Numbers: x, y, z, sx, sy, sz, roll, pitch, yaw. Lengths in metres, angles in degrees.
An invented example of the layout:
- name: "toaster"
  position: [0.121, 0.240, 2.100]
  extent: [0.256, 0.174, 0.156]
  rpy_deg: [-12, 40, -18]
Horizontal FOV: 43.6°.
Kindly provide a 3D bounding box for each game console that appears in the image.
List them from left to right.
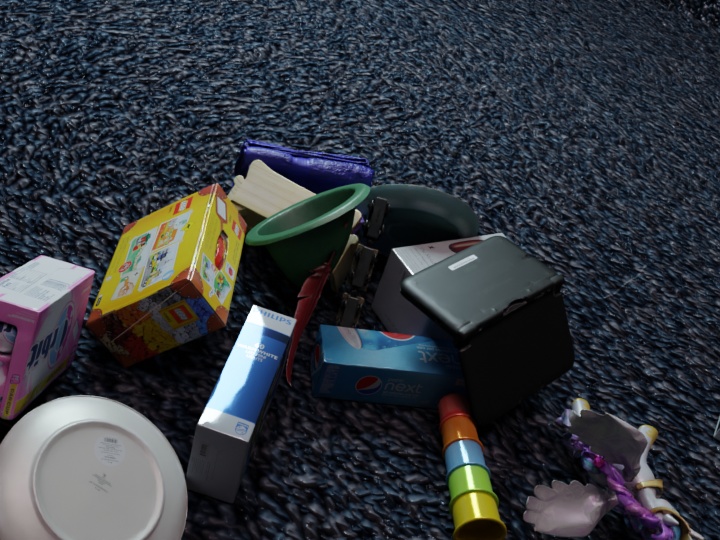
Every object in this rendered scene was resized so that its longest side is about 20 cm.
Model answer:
- name: "game console"
  position: [0.165, 0.069, 1.150]
  extent: [0.199, 0.117, 0.176]
  rpy_deg: [-24, 49, -36]

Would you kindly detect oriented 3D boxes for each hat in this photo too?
- name: "hat"
  position: [-0.048, 0.007, 1.172]
  extent: [0.199, 0.177, 0.166]
  rpy_deg: [-25, 16, -8]

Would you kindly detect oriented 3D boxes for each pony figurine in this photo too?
- name: "pony figurine"
  position: [0.294, 0.234, 1.059]
  extent: [0.192, 0.168, 0.200]
  rpy_deg: [23, 21, -8]

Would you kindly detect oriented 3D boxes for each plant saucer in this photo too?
- name: "plant saucer"
  position: [0.070, -0.060, 1.291]
  extent: [0.198, 0.200, 0.028]
  rpy_deg: [13, 64, -8]

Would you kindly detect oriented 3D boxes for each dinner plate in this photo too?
- name: "dinner plate"
  position: [-0.253, 0.211, 0.869]
  extent: [0.199, 0.024, 0.202]
  rpy_deg: [25, 45, -28]

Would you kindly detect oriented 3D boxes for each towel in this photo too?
- name: "towel"
  position: [-0.089, -0.145, 1.356]
  extent: [0.198, 0.148, 0.050]
  rpy_deg: [10, 76, -14]

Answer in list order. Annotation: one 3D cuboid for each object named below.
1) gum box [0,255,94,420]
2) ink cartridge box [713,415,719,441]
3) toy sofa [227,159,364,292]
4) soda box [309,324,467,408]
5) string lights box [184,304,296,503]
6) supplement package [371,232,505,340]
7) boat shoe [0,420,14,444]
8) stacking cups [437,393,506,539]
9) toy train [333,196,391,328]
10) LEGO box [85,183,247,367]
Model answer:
- name: "gum box"
  position: [-0.347, 0.065, 0.937]
  extent: [0.066, 0.115, 0.200]
  rpy_deg: [16, 11, -4]
- name: "ink cartridge box"
  position: [0.596, 0.245, 1.247]
  extent: [0.199, 0.039, 0.099]
  rpy_deg: [31, 38, 14]
- name: "toy sofa"
  position: [-0.093, -0.063, 1.266]
  extent: [0.199, 0.083, 0.098]
  rpy_deg: [27, 72, 11]
- name: "soda box"
  position: [0.039, 0.123, 1.136]
  extent: [0.198, 0.065, 0.068]
  rpy_deg: [8, 38, -15]
- name: "string lights box"
  position: [-0.131, 0.143, 1.003]
  extent: [0.058, 0.103, 0.201]
  rpy_deg: [18, 37, 0]
- name: "supplement package"
  position: [0.135, 0.032, 1.252]
  extent: [0.198, 0.110, 0.114]
  rpy_deg: [-10, 46, -33]
- name: "boat shoe"
  position: [-0.396, 0.163, 0.888]
  extent: [0.198, 0.073, 0.073]
  rpy_deg: [16, 37, -4]
- name: "stacking cups"
  position: [0.118, 0.228, 1.050]
  extent: [0.060, 0.061, 0.201]
  rpy_deg: [8, 34, -14]
- name: "toy train"
  position: [0.000, 0.000, 1.204]
  extent: [0.034, 0.202, 0.046]
  rpy_deg: [16, -3, -5]
- name: "LEGO box"
  position: [-0.229, 0.002, 1.095]
  extent: [0.148, 0.077, 0.201]
  rpy_deg: [-22, 34, 18]
